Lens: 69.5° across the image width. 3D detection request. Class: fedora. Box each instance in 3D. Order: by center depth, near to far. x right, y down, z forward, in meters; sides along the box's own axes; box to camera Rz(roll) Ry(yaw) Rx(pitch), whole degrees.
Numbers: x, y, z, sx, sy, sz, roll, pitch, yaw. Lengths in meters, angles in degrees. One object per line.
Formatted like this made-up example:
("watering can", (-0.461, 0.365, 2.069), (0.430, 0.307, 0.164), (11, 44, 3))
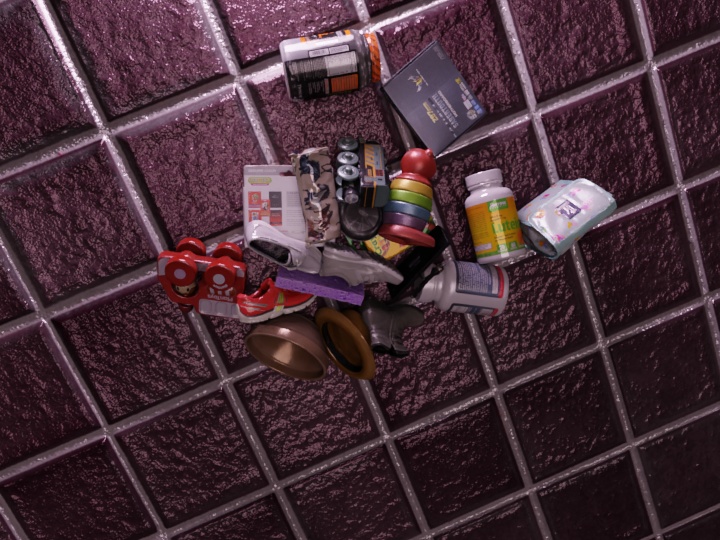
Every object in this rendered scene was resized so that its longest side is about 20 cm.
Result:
("fedora", (-0.021, 0.157, 1.208), (0.082, 0.200, 0.202), (-37, 105, -35))

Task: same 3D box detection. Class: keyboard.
("keyboard", (0.133, -0.001, 1.168), (0.020, 0.128, 0.200), (25, 121, -28))

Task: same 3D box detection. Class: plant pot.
("plant pot", (-0.156, 0.162, 1.184), (0.200, 0.201, 0.093), (29, 56, -11))

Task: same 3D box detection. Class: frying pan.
("frying pan", (0.029, -0.143, 1.147), (0.189, 0.031, 0.115), (-36, 95, -16))

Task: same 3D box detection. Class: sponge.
("sponge", (-0.090, 0.023, 1.177), (0.198, 0.112, 0.030), (14, 113, -10))

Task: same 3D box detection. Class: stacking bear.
("stacking bear", (0.111, -0.163, 1.121), (0.113, 0.121, 0.202), (16, 86, -36))

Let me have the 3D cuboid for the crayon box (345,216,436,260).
("crayon box", (0.065, -0.100, 1.206), (0.199, 0.051, 0.128), (-30, 103, 0))

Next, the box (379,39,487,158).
("box", (0.164, -0.380, 1.165), (0.157, 0.051, 0.200), (-39, 103, 2))

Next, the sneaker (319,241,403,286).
("sneaker", (0.000, 0.000, 1.153), (0.198, 0.075, 0.083), (18, 108, -18))

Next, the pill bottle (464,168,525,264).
("pill bottle", (0.303, -0.124, 1.193), (0.110, 0.111, 0.202), (-13, 90, -4))

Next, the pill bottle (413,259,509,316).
("pill bottle", (0.232, 0.038, 1.217), (0.198, 0.120, 0.121), (8, 100, -8))

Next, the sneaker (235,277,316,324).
("sneaker", (-0.183, 0.055, 1.161), (0.199, 0.077, 0.086), (-19, 104, -33))

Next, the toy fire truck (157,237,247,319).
("toy fire truck", (-0.349, 0.029, 1.157), (0.198, 0.112, 0.169), (7, 118, -7))

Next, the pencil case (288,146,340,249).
("pencil case", (-0.094, -0.150, 1.076), (0.089, 0.078, 0.202), (-13, 103, -23))

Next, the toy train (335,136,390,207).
("toy train", (0.004, -0.214, 1.115), (0.113, 0.201, 0.086), (3, 136, -6))

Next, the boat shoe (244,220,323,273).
("boat shoe", (-0.154, -0.035, 1.095), (0.072, 0.069, 0.200), (-38, 127, 23))

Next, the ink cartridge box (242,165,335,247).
("ink cartridge box", (-0.157, -0.144, 1.152), (0.198, 0.084, 0.177), (-1, 101, -8))

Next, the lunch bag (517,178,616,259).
("lunch bag", (0.457, -0.118, 1.175), (0.170, 0.200, 0.122), (-36, 103, 2))

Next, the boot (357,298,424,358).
("boot", (0.083, 0.144, 1.184), (0.199, 0.131, 0.068), (12, 136, -39))

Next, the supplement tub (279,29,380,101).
("supplement tub", (-0.063, -0.432, 1.091), (0.198, 0.123, 0.124), (-11, 102, -6))
